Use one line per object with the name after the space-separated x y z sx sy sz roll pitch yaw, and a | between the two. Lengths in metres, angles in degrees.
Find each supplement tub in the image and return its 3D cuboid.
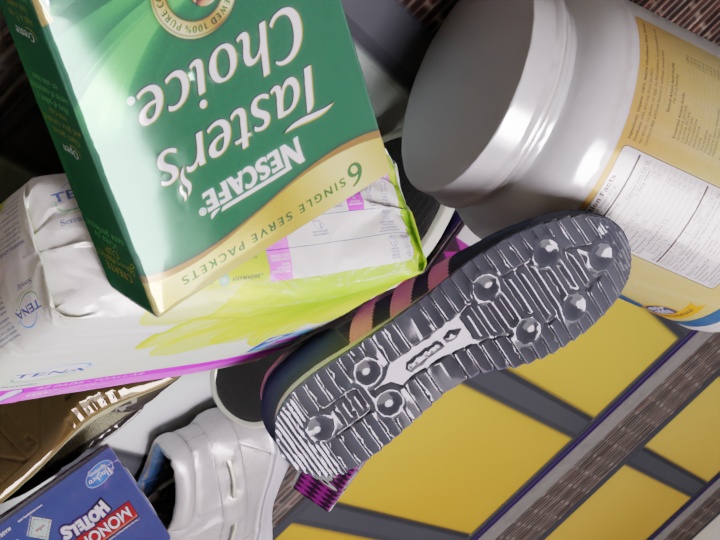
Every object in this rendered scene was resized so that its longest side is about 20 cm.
0.136 -0.064 0.995 0.199 0.145 0.145 22 123 -23 | supplement tub

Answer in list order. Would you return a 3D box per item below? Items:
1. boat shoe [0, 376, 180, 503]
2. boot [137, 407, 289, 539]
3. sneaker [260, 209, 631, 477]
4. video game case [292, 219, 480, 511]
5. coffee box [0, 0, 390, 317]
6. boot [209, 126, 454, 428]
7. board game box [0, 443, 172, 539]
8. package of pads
-0.143 0.051 0.958 0.199 0.073 0.065 -35 178 -17 | boat shoe
-0.108 0.158 1.220 0.095 0.074 0.201 -20 142 -30 | boot
0.036 0.023 0.929 0.199 0.071 0.082 -28 -159 -7 | sneaker
0.027 0.052 1.146 0.182 0.036 0.200 -55 177 -17 | video game case
-0.067 -0.097 0.697 0.122 0.044 0.201 -31 123 -24 | coffee box
0.000 0.000 1.106 0.201 0.072 0.144 -53 168 13 | boot
-0.211 0.180 0.985 0.199 0.062 0.200 -35 180 -19 | board game box
-0.087 0.004 0.843 0.199 0.069 0.154 -8 167 -37 | package of pads
